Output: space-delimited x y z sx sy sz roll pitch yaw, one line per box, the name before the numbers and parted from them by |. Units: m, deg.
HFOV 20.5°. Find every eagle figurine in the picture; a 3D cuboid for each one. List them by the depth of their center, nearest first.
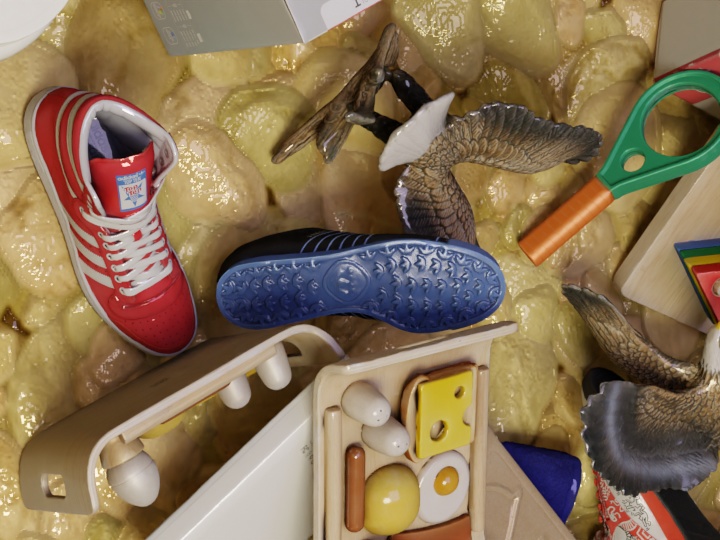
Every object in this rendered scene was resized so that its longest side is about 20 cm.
eagle figurine | 0.066 -0.078 1.420 0.200 0.151 0.152 40 53 -20
eagle figurine | 0.243 0.091 1.509 0.198 0.152 0.153 3 93 -9

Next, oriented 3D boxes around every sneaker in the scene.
sneaker | -0.149 -0.028 1.309 0.071 0.112 0.201 -34 108 -24
sneaker | 0.000 0.000 1.371 0.198 0.078 0.071 0 110 2
sneaker | 0.201 0.185 1.549 0.067 0.108 0.202 -7 61 -50

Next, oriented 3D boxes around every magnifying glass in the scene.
magnifying glass | 0.203 -0.076 1.520 0.200 0.080 0.022 -39 144 0

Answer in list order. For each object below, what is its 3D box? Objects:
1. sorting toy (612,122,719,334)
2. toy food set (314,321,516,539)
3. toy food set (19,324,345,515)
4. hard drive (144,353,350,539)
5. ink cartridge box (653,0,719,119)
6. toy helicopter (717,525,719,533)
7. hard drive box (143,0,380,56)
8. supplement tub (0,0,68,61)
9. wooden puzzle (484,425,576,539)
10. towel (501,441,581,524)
sorting toy | 0.336 -0.020 1.565 0.198 0.070 0.201 22 111 -29
toy food set | 0.044 0.139 1.317 0.142 0.060 0.202 -13 115 -33
toy food set | -0.120 0.100 1.312 0.199 0.143 0.061 -29 98 -26
hard drive | -0.061 0.156 1.356 0.200 0.027 0.132 -43 150 -7
ink cartridge box | 0.353 -0.165 1.569 0.199 0.146 0.084 23 64 -30
toy helicopter | 0.332 0.259 1.630 0.199 0.079 0.133 -32 102 -38
hard drive box | -0.040 -0.211 1.313 0.155 0.199 0.077 -32 107 -24
supplement tub | -0.256 -0.191 1.187 0.143 0.199 0.146 -2 94 -29
wooden puzzle | 0.077 0.239 1.442 0.185 0.046 0.201 -48 119 -22
towel | 0.069 0.193 1.489 0.199 0.049 0.149 15 82 -32
